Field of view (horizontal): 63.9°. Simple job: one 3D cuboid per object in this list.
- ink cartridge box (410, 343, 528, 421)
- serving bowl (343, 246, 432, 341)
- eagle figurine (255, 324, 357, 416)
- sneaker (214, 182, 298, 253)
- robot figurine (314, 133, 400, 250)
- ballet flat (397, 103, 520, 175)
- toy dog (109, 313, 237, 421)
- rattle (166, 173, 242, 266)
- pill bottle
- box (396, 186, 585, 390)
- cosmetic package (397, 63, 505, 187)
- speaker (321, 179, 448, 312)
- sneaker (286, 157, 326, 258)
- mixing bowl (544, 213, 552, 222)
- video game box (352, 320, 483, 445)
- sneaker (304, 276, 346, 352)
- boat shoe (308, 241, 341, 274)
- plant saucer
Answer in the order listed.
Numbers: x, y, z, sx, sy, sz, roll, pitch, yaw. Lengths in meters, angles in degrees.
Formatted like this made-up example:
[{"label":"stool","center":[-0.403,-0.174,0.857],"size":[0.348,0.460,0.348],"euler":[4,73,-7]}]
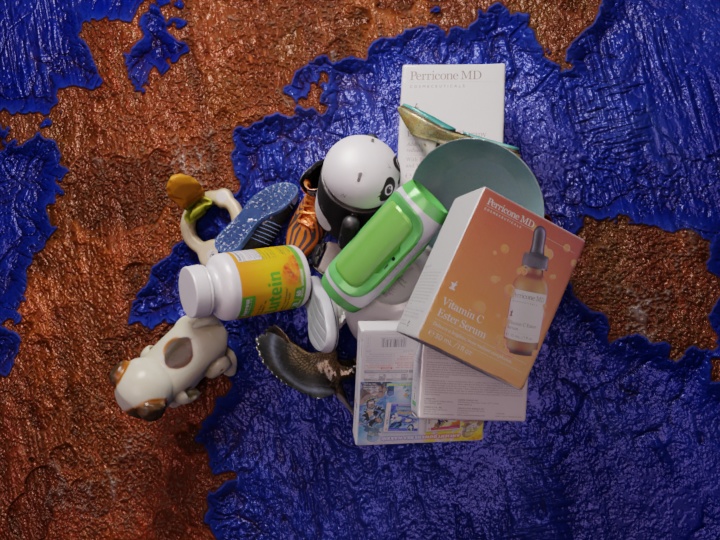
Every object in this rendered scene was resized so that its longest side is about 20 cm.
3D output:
[{"label":"ink cartridge box","center":[0.157,0.107,0.810],"size":[0.159,0.050,0.202],"euler":[4,87,-10]},{"label":"serving bowl","center":[0.061,0.032,0.909],"size":[0.198,0.066,0.202],"euler":[-9,59,14]},{"label":"eagle figurine","center":[-0.080,0.160,1.000],"size":[0.198,0.153,0.152],"euler":[2,44,-6]},{"label":"sneaker","center":[-0.184,-0.078,1.055],"size":[0.070,0.078,0.200],"euler":[31,61,25]},{"label":"robot figurine","center":[-0.005,-0.121,0.905],"size":[0.124,0.200,0.151],"euler":[-23,72,-19]},{"label":"ballet flat","center":[0.137,-0.185,0.859],"size":[0.199,0.071,0.071],"euler":[24,90,9]},{"label":"toy dog","center":[-0.317,0.171,0.981],"size":[0.200,0.194,0.140],"euler":[-39,89,-34]},{"label":"rattle","center":[-0.269,-0.060,1.043],"size":[0.129,0.143,0.202],"euler":[-7,78,-12]},{"label":"pill bottle","center":[-0.192,0.022,0.963],"size":[0.199,0.111,0.112],"euler":[-9,84,-36]},{"label":"box","center":[0.161,0.022,0.734],"size":[0.151,0.106,0.201],"euler":[25,86,-8]},{"label":"cosmetic package","center":[0.150,-0.217,0.972],"size":[0.166,0.166,0.202],"euler":[2,86,8]},{"label":"speaker","center":[0.033,-0.033,0.836],"size":[0.088,0.088,0.200],"euler":[46,107,8]},{"label":"sneaker","center":[-0.090,-0.117,1.028],"size":[0.077,0.112,0.202],"euler":[23,90,10]},{"label":"mixing bowl","center":[0.232,-0.004,0.951],"size":[0.108,0.200,0.202],"euler":[16,89,32]},{"label":"video game box","center":[0.091,0.165,0.852],"size":[0.198,0.047,0.184],"euler":[1,104,-9]},{"label":"sneaker","center":[-0.050,0.069,0.976],"size":[0.070,0.200,0.074],"euler":[13,116,-18]},{"label":"boat shoe","center":[0.000,0.000,1.036],"size":[0.199,0.093,0.075],"euler":[25,85,-19]},{"label":"plant saucer","center":[0.169,-0.098,0.837],"size":[0.199,0.039,0.203],"euler":[16,126,23]}]
